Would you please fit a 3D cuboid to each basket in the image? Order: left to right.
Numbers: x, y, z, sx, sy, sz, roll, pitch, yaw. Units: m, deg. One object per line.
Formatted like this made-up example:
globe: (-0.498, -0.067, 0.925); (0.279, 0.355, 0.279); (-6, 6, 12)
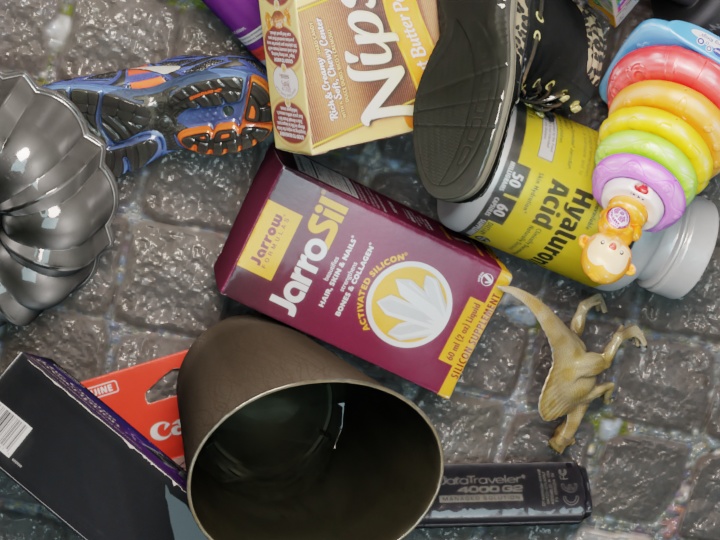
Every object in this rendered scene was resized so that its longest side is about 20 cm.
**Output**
basket: (-0.056, 0.112, 1.248); (0.178, 0.200, 0.138); (-2, 105, -17)

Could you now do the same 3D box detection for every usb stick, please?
usb stick: (0.088, 0.182, 1.412); (0.197, 0.056, 0.033); (0, 149, -8)

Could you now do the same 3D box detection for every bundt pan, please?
bundt pan: (-0.279, -0.042, 1.253); (0.199, 0.076, 0.204); (3, 116, 6)

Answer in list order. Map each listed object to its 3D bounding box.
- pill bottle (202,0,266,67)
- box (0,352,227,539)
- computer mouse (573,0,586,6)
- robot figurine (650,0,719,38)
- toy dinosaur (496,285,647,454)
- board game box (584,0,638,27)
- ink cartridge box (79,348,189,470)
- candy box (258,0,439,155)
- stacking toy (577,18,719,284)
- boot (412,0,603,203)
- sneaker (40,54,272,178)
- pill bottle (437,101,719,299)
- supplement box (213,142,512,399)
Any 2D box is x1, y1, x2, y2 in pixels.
pill bottle: (-0.087, -0.245, 1.237); (0.112, 0.113, 0.200); (-44, 107, 5)
box: (-0.185, 0.153, 1.281); (0.199, 0.141, 0.079); (39, 83, 2)
computer mouse: (0.168, -0.267, 1.308); (0.109, 0.044, 0.201); (39, 90, -21)
robot figurine: (0.296, -0.211, 1.289); (0.198, 0.126, 0.150); (17, 144, -22)
toy dinosaur: (0.169, 0.069, 1.359); (0.101, 0.058, 0.201); (-40, 137, -23)
board game box: (0.111, -0.257, 1.214); (0.200, 0.134, 0.034); (42, 94, 11)
ink cartridge box: (-0.124, 0.152, 1.374); (0.198, 0.044, 0.175); (-17, 108, -4)
candy box: (-0.009, -0.188, 1.175); (0.114, 0.055, 0.202); (-15, 108, -31)
stacking toy: (0.201, -0.070, 1.230); (0.115, 0.110, 0.201); (31, 58, 0)
boot: (0.110, -0.126, 1.209); (0.153, 0.073, 0.206); (29, 64, -51)
sneaker: (-0.153, -0.119, 1.285); (0.198, 0.079, 0.076); (-2, 119, 9)
pill bottle: (0.167, -0.051, 1.328); (0.198, 0.111, 0.112); (21, 101, -14)
supplement box: (0.000, 0.000, 1.329); (0.198, 0.086, 0.111); (25, 100, -14)
